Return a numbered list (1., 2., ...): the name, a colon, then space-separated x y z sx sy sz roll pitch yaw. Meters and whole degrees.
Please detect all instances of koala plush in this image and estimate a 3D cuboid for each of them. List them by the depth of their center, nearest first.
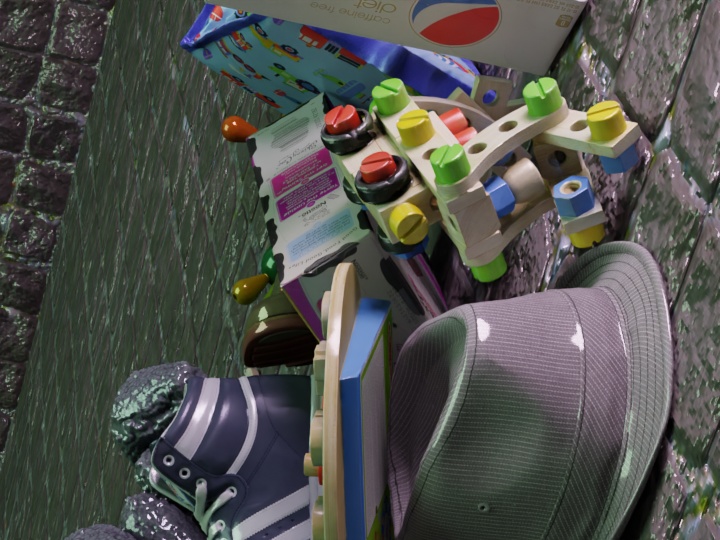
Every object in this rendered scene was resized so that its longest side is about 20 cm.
1. koala plush: -0.055 0.149 1.390 0.199 0.183 0.178 -26 39 46

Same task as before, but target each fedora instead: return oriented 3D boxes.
1. fedora: 0.065 0.073 1.043 0.200 0.090 0.178 118 158 -49

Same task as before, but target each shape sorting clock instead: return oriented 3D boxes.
1. shape sorting clock: -0.008 0.097 1.087 0.200 0.039 0.202 0 -90 -81

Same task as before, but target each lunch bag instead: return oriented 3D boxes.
1. lunch bag: -0.010 -0.132 1.343 0.095 0.150 0.200 -60 17 0

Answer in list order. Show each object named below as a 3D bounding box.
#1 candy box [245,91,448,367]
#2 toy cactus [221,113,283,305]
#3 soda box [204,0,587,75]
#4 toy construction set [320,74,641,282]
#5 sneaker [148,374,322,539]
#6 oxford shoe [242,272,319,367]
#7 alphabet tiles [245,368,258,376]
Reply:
1. candy box: 0.000 0.000 1.264 0.061 0.137 0.200 -30 26 6
2. toy cactus: -0.056 -0.047 1.636 0.165 0.101 0.202 126 144 -79
3. soda box: 0.019 -0.167 1.183 0.068 0.198 0.064 120 155 -52
4. toy construction set: 0.057 -0.061 1.131 0.093 0.130 0.200 64 176 -17
5. sneaker: -0.066 0.151 1.189 0.070 0.108 0.202 114 161 -70
6. oxford shoe: -0.040 0.020 1.392 0.200 0.070 0.075 28 -129 -82
7. alphabet tiles: -0.107 0.188 1.778 0.200 0.014 0.197 -115 39 -67
